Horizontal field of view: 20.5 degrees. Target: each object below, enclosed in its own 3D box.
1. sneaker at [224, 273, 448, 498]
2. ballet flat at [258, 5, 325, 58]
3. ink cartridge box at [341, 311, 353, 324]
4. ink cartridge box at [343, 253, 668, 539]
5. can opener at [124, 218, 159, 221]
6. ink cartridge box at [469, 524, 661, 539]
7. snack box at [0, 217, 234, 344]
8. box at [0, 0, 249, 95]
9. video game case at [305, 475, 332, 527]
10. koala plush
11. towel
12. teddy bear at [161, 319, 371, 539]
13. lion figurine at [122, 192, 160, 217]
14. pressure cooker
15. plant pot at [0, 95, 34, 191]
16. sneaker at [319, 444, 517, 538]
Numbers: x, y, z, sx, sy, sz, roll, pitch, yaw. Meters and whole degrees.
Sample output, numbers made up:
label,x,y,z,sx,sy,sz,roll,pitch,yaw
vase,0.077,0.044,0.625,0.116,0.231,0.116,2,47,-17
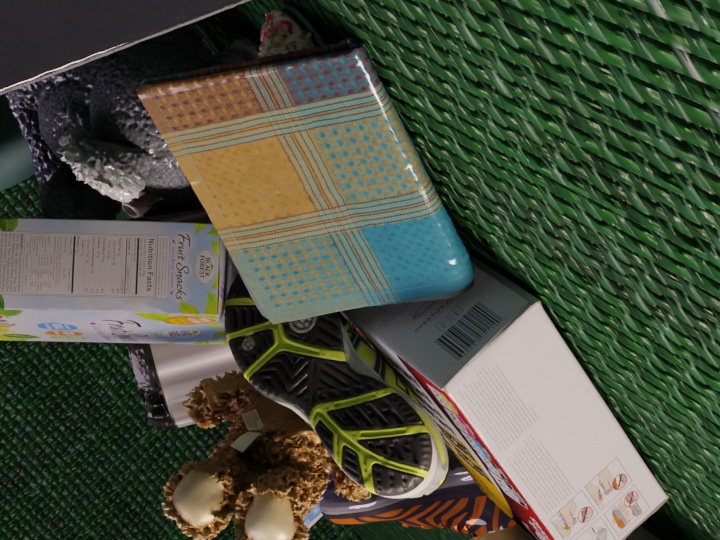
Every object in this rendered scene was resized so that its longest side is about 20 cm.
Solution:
label,x,y,z,sx,sy,sz,roll,pitch,yaw
sneaker,-0.018,0.073,1.277,0.200,0.075,0.076,53,-174,27
ballet flat,-0.019,-0.072,1.211,0.076,0.064,0.200,39,168,46
ink cartridge box,0.000,0.000,1.419,0.200,0.068,0.115,53,169,-34
ink cartridge box,0.085,0.079,1.306,0.200,0.084,0.176,54,171,-34
can opener,-0.091,0.019,1.460,0.199,0.067,0.053,21,171,0
ink cartridge box,0.127,0.252,1.385,0.083,0.146,0.200,33,-162,28
snack box,-0.188,0.009,1.345,0.169,0.199,0.068,91,179,-81
box,-0.171,-0.165,1.018,0.124,0.200,0.198,71,165,-14
video game case,-0.003,0.129,1.634,0.045,0.181,0.200,44,171,11
koala plush,-0.146,-0.108,1.338,0.184,0.177,0.200,67,168,-24
towel,-0.028,-0.049,1.178,0.146,0.022,0.200,-8,134,22
teddy bear,-0.051,0.115,1.325,0.200,0.144,0.067,-81,-16,-51
lion figurine,-0.104,-0.079,1.511,0.200,0.123,0.073,31,154,16
pressure cooker,-0.091,0.025,1.593,0.176,0.199,0.179,-106,3,-53
plant pot,-0.292,-0.149,1.602,0.141,0.200,0.141,48,127,-3
sneaker,0.071,0.191,1.539,0.112,0.199,0.078,64,-151,-23
